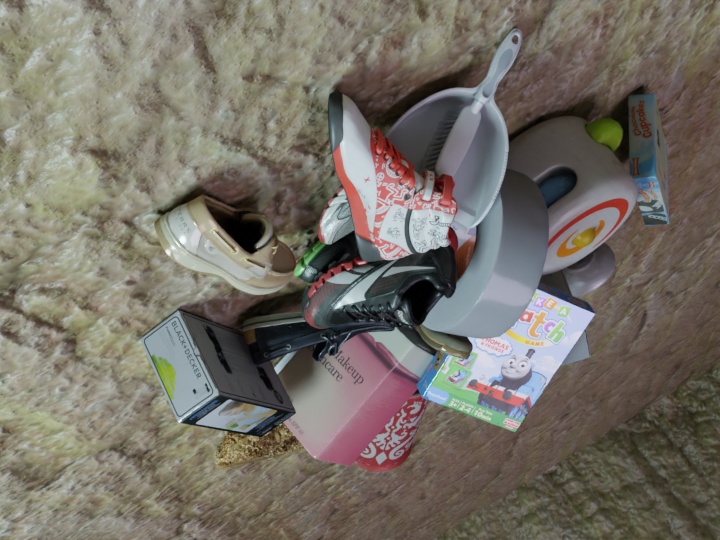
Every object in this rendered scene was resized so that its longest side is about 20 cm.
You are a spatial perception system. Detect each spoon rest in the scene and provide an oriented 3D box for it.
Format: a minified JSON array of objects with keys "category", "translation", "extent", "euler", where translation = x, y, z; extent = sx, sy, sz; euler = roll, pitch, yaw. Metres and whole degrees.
[{"category":"spoon rest","translation":[0.310,0.016,1.640],"extent":[0.199,0.100,0.061],"euler":[-27,135,7]}]

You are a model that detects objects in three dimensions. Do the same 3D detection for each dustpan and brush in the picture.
[{"category":"dustpan and brush","translation":[0.111,-0.158,1.066],"extent":[0.201,0.139,0.057],"euler":[-63,-164,-5]}]

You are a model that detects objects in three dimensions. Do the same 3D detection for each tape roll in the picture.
[{"category":"tape roll","translation":[0.131,-0.023,1.187],"extent":[0.066,0.201,0.201],"euler":[13,135,-25]}]

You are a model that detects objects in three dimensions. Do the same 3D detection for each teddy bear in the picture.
[{"category":"teddy bear","translation":[-0.150,0.252,1.548],"extent":[0.145,0.067,0.200],"euler":[-26,164,34]}]

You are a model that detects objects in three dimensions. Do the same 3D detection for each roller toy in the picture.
[{"category":"roller toy","translation":[0.246,-0.085,1.295],"extent":[0.182,0.140,0.200],"euler":[-20,154,-26]}]

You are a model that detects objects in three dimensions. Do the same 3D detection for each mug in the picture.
[{"category":"mug","translation":[0.032,0.220,1.608],"extent":[0.177,0.133,0.200],"euler":[-42,162,-39]}]

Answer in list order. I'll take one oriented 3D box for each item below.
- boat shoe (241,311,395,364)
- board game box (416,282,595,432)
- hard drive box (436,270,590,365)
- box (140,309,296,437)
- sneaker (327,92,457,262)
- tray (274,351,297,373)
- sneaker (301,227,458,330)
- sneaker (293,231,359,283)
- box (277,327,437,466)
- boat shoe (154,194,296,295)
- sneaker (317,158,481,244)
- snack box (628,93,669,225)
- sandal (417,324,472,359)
[{"category":"boat shoe","translation":[-0.046,0.080,1.271],"extent":[0.199,0.063,0.075],"euler":[-6,169,-13]},{"category":"board game box","translation":[0.187,0.102,1.336],"extent":[0.151,0.037,0.201],"euler":[22,111,-19]},{"category":"hard drive box","translation":[0.200,0.071,1.443],"extent":[0.199,0.156,0.077],"euler":[-18,141,6]},{"category":"box","translation":[-0.164,0.126,1.222],"extent":[0.060,0.117,0.200],"euler":[-35,158,11]},{"category":"sneaker","translation":[0.036,-0.096,1.013],"extent":[0.107,0.067,0.202],"euler":[-8,131,9]},{"category":"tray","translation":[-0.088,0.149,1.471],"extent":[0.107,0.022,0.200],"euler":[-2,141,-51]},{"category":"sneaker","translation":[0.021,0.026,1.119],"extent":[0.200,0.098,0.071],"euler":[-26,145,21]},{"category":"sneaker","translation":[0.000,0.000,1.222],"extent":[0.077,0.084,0.200],"euler":[-46,153,26]},{"category":"box","translation":[-0.011,0.142,1.373],"extent":[0.200,0.128,0.109],"euler":[-50,150,6]},{"category":"boat shoe","translation":[-0.117,-0.028,1.039],"extent":[0.069,0.074,0.200],"euler":[-35,156,20]},{"category":"sneaker","translation":[0.045,-0.079,1.114],"extent":[0.199,0.082,0.078],"euler":[-28,170,-7]},{"category":"snack box","translation":[0.391,-0.145,1.395],"extent":[0.037,0.117,0.200],"euler":[-3,164,20]},{"category":"sandal","translation":[0.091,0.042,1.296],"extent":[0.080,0.200,0.054],"euler":[14,110,-27]}]
